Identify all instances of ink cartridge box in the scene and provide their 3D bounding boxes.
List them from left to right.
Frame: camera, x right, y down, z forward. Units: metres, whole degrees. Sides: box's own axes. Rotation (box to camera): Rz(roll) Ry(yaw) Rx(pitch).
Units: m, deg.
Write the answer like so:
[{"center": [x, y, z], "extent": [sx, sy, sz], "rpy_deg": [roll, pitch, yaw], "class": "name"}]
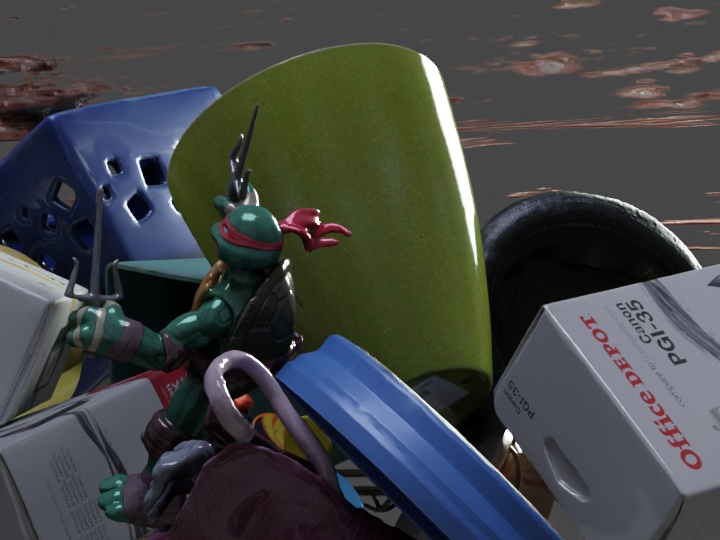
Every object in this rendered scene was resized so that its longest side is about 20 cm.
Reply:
[{"center": [-0.257, 0.024, 1.308], "extent": [0.146, 0.086, 0.200], "rpy_deg": [23, 2, -2], "class": "ink cartridge box"}, {"center": [-0.186, 0.129, 1.189], "extent": [0.146, 0.084, 0.200], "rpy_deg": [-20, 3, 27], "class": "ink cartridge box"}, {"center": [0.198, 0.080, 1.206], "extent": [0.199, 0.083, 0.147], "rpy_deg": [-12, 53, -36], "class": "ink cartridge box"}]

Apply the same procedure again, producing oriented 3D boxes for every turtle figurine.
[{"center": [-0.080, 0.026, 1.064], "extent": [0.100, 0.201, 0.149], "rpy_deg": [30, 33, 25], "class": "turtle figurine"}]

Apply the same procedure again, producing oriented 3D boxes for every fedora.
[{"center": [0.137, 0.047, 1.391], "extent": [0.199, 0.203, 0.092], "rpy_deg": [-9, -9, -23], "class": "fedora"}]

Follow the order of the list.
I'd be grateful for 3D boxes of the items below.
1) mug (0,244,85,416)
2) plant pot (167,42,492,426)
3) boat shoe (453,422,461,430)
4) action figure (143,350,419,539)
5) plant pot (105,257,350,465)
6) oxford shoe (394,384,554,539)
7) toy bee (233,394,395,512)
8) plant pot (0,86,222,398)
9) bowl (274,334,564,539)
[{"center": [-0.284, 0.062, 1.488], "extent": [0.149, 0.187, 0.153], "rpy_deg": [40, 27, 1], "class": "mug"}, {"center": [0.000, 0.000, 1.282], "extent": [0.186, 0.201, 0.188], "rpy_deg": [-17, -28, -9], "class": "plant pot"}, {"center": [0.053, 0.097, 1.395], "extent": [0.071, 0.068, 0.200], "rpy_deg": [-3, 11, 9], "class": "boat shoe"}, {"center": [-0.004, 0.133, 1.010], "extent": [0.199, 0.150, 0.134], "rpy_deg": [26, 22, 1], "class": "action figure"}, {"center": [-0.054, 0.059, 1.462], "extent": [0.199, 0.143, 0.141], "rpy_deg": [-9, 11, -38], "class": "plant pot"}, {"center": [0.077, 0.133, 1.218], "extent": [0.071, 0.072, 0.200], "rpy_deg": [-29, 11, 37], "class": "oxford shoe"}, {"center": [-0.055, 0.127, 1.178], "extent": [0.131, 0.109, 0.200], "rpy_deg": [-47, -8, 10], "class": "toy bee"}, {"center": [-0.185, -0.011, 1.657], "extent": [0.199, 0.181, 0.200], "rpy_deg": [-16, -19, -50], "class": "plant pot"}, {"center": [0.042, 0.108, 1.036], "extent": [0.039, 0.201, 0.200], "rpy_deg": [-46, 19, -6], "class": "bowl"}]
